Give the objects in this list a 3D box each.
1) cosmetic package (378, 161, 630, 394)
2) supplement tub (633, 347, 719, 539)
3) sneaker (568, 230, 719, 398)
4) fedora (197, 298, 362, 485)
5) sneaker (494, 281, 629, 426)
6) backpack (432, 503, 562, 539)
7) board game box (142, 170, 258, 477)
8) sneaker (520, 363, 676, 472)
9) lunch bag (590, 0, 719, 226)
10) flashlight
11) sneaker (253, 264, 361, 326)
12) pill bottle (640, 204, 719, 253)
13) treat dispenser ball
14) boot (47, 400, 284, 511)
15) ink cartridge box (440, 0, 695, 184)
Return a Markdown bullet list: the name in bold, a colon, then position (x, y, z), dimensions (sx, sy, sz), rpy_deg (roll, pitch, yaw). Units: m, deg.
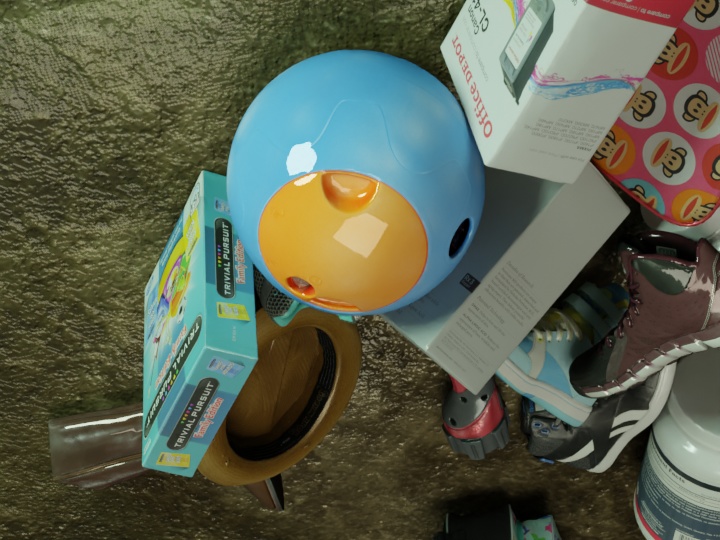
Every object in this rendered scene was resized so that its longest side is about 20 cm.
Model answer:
- **cosmetic package**: position (0.110, -0.015, 1.281), dimensions (0.201, 0.113, 0.081), rpy_deg (-52, 128, -1)
- **supplement tub**: position (0.348, 0.184, 1.539), dimensions (0.138, 0.141, 0.201), rpy_deg (-2, 135, -5)
- **sneaker**: position (0.231, 0.025, 1.316), dimensions (0.199, 0.076, 0.116), rpy_deg (-31, 109, 38)
- **fedora**: position (-0.090, 0.094, 1.418), dimensions (0.199, 0.082, 0.202), rpy_deg (-25, 134, -29)
- **sneaker**: position (0.172, 0.049, 1.410), dimensions (0.131, 0.080, 0.199), rpy_deg (-52, 137, 5)
- **backpack**: position (0.160, 0.360, 1.667), dimensions (0.148, 0.179, 0.201), rpy_deg (-6, 139, 7)
- **board game box**: position (-0.135, 0.042, 1.300), dimensions (0.046, 0.201, 0.152), rpy_deg (14, 131, -20)
- **sneaker**: position (0.217, 0.124, 1.512), dimensions (0.110, 0.074, 0.201), rpy_deg (8, 134, -17)
- **lunch bag**: position (0.242, -0.152, 1.211), dimensions (0.175, 0.082, 0.201), rpy_deg (37, 129, 7)
- **flashlight**: position (0.089, 0.090, 1.475), dimensions (0.068, 0.068, 0.201), rpy_deg (-46, 135, -24)
- **sneaker**: position (0.000, 0.000, 1.337), dimensions (0.197, 0.092, 0.078), rpy_deg (-10, 159, -6)
- **pill bottle**: position (0.328, -0.016, 1.361), dimensions (0.112, 0.113, 0.200), rpy_deg (-32, 130, 23)
- **treat dispenser ball**: position (-0.004, -0.067, 1.208), dimensions (0.198, 0.202, 0.202), rpy_deg (-3, 135, -3)
- **boot**: position (-0.190, 0.190, 1.534), dimensions (0.198, 0.064, 0.188), rpy_deg (-20, 120, 9)
- **ink cartridge box**: position (0.149, -0.186, 1.144), dimensions (0.085, 0.149, 0.201), rpy_deg (10, 132, -26)
